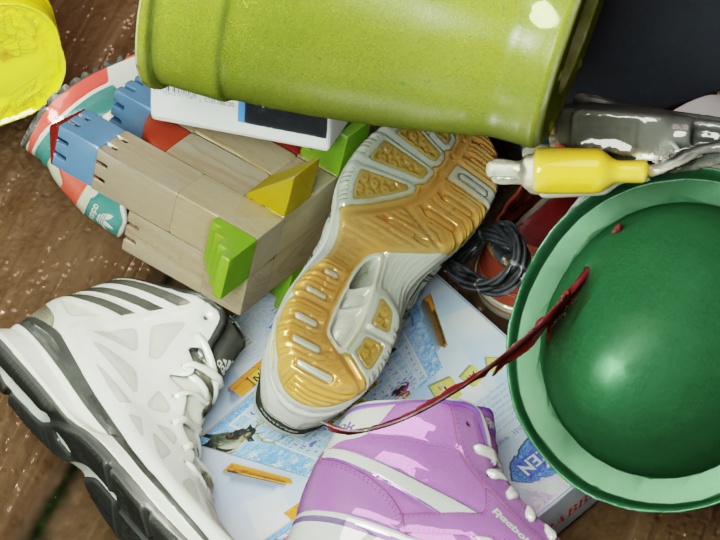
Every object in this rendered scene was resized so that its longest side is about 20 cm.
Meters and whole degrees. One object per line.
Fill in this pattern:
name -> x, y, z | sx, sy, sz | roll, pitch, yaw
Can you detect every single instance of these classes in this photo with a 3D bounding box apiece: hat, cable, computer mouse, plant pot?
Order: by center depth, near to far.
hat -> 0.121, 0.029, 1.391 | 0.165, 0.176, 0.201 | 26, 89, 22
plant pot -> 0.019, -0.149, 1.415 | 0.192, 0.201, 0.201 | 21, 56, 8
cable -> 0.165, -0.054, 1.456 | 0.199, 0.051, 0.097 | 8, 15, 17
computer mouse -> 0.061, -0.034, 1.593 | 0.059, 0.034, 0.200 | -45, 27, 12

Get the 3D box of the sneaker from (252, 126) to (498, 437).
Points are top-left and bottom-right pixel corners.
sneaker -> 0.000, 0.000, 1.529 | 0.076, 0.088, 0.200 | 36, 57, 0

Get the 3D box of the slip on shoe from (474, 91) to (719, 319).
slip on shoe -> 0.136, -0.053, 1.641 | 0.074, 0.061, 0.200 | 34, 59, 22

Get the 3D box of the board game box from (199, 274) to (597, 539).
board game box -> 0.000, 0.094, 1.542 | 0.200, 0.041, 0.199 | -36, 63, -24

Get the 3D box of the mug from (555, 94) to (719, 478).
mug -> 0.183, 0.034, 1.530 | 0.200, 0.148, 0.175 | -35, 67, -25

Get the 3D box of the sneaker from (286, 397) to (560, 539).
sneaker -> 0.073, 0.125, 1.458 | 0.200, 0.073, 0.115 | 24, 60, -2

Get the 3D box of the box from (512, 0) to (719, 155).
box -> 0.112, -0.176, 1.666 | 0.148, 0.107, 0.200 | -18, 39, -15

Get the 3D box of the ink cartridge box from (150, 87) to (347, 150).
ink cartridge box -> -0.032, -0.130, 1.572 | 0.099, 0.039, 0.200 | 10, 31, 13

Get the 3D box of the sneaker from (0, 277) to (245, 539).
sneaker -> -0.090, 0.072, 1.482 | 0.115, 0.076, 0.201 | -32, 59, -20

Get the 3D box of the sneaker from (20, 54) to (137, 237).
sneaker -> -0.088, -0.090, 1.663 | 0.199, 0.070, 0.094 | -33, 80, -25

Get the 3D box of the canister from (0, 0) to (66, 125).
canister -> -0.259, -0.165, 1.664 | 0.148, 0.087, 0.200 | -17, 46, -7

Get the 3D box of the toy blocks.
toy blocks -> -0.073, -0.059, 1.559 | 0.136, 0.100, 0.200 | 29, 38, 19
